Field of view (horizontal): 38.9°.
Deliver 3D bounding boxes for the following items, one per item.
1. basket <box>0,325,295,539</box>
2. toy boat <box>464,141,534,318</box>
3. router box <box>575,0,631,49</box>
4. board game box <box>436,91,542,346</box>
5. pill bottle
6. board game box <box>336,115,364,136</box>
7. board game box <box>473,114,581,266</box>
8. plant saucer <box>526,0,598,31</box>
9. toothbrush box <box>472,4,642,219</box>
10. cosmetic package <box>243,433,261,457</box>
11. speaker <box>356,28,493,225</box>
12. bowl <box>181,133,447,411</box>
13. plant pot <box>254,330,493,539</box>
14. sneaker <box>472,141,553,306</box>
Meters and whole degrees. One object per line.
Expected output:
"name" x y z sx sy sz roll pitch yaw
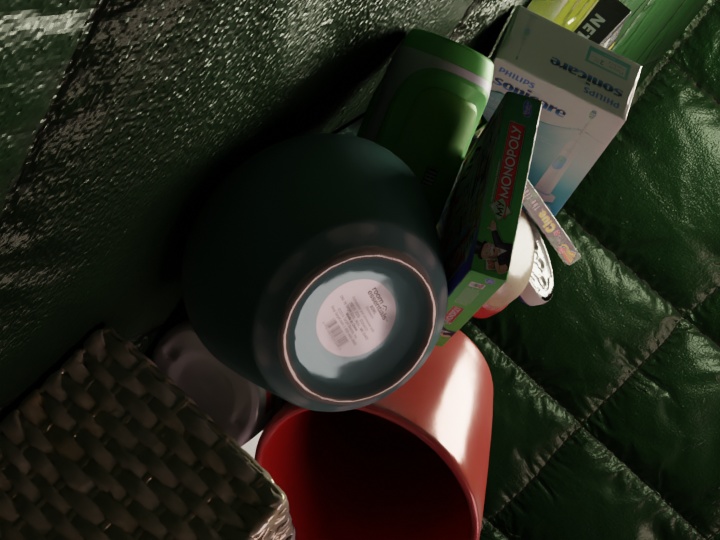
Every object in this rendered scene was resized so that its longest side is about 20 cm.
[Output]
"basket" -0.174 0.186 0.733 0.198 0.200 0.161 -45 168 -19
"toy boat" 0.074 -0.040 0.998 0.130 0.201 0.130 -38 178 39
"router box" 0.263 -0.258 1.367 0.200 0.052 0.158 -45 169 -17
"board game box" 0.085 -0.030 0.777 0.200 0.029 0.137 116 -11 -71
"pill bottle" -0.088 0.072 0.917 0.114 0.114 0.200 -53 169 28
"board game box" -0.044 -0.057 0.865 0.200 0.028 0.136 -39 167 -45
"board game box" 0.153 -0.098 1.028 0.023 0.200 0.105 -34 -145 12
"plant saucer" 0.236 -0.304 1.139 0.200 0.031 0.200 -48 171 -10
"toothbrush box" 0.184 -0.159 1.089 0.201 0.145 0.086 114 1 -59
"cosmetic package" -0.144 0.199 1.156 0.149 0.052 0.200 -14 -167 35
"speaker" 0.035 -0.083 0.813 0.203 0.087 0.088 -68 167 7
"bowl" -0.018 0.018 0.715 0.201 0.200 0.105 -49 -147 7
"plant pot" 0.028 0.143 0.883 0.201 0.199 0.178 -55 -179 35
"sneaker" 0.105 -0.029 1.107 0.146 0.202 0.080 -32 178 37
